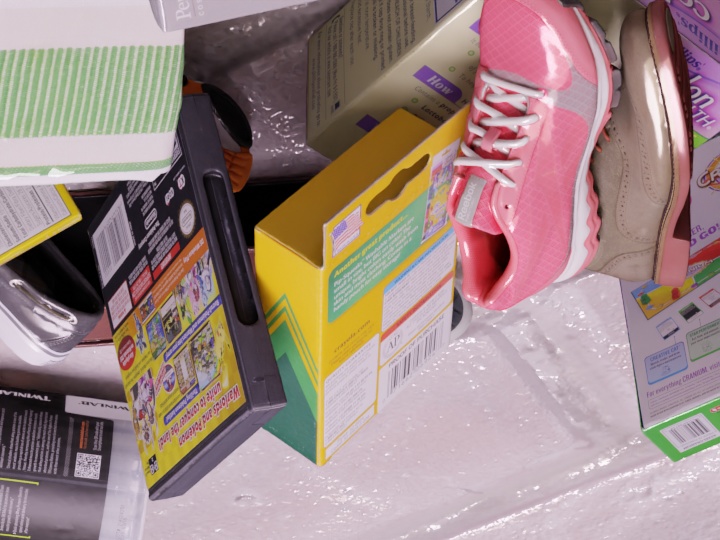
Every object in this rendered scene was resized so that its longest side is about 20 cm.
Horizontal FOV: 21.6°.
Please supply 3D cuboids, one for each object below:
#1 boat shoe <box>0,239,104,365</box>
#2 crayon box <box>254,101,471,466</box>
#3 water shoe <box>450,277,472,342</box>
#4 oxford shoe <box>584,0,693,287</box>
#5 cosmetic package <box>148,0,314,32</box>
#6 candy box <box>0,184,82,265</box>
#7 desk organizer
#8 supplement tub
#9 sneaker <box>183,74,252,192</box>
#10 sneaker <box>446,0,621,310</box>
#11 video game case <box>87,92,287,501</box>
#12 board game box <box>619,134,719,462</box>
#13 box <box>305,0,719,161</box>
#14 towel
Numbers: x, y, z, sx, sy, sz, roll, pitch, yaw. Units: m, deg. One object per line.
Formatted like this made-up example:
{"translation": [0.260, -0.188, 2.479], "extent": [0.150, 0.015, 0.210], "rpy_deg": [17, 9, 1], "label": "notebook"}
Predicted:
{"translation": [-0.233, -0.032, 1.159], "extent": [0.066, 0.070, 0.200], "rpy_deg": [-34, 97, 28], "label": "boat shoe"}
{"translation": [0.000, 0.000, 1.053], "extent": [0.052, 0.126, 0.200], "rpy_deg": [32, 143, 24], "label": "crayon box"}
{"translation": [-0.019, 0.042, 1.295], "extent": [0.199, 0.072, 0.079], "rpy_deg": [-12, 163, 9], "label": "water shoe"}
{"translation": [0.144, -0.062, 1.032], "extent": [0.075, 0.071, 0.200], "rpy_deg": [0, 135, 9], "label": "oxford shoe"}
{"translation": [-0.018, -0.197, 0.925], "extent": [0.199, 0.090, 0.107], "rpy_deg": [-17, 125, -9], "label": "cosmetic package"}
{"translation": [-0.247, -0.090, 1.039], "extent": [0.102, 0.026, 0.200], "rpy_deg": [-30, 91, -7], "label": "candy box"}
{"translation": [-0.111, -0.006, 1.225], "extent": [0.199, 0.072, 0.077], "rpy_deg": [-4, 134, 3], "label": "desk organizer"}
{"translation": [-0.252, 0.144, 1.344], "extent": [0.199, 0.123, 0.123], "rpy_deg": [9, 136, -10], "label": "supplement tub"}
{"translation": [-0.151, -0.108, 1.117], "extent": [0.092, 0.076, 0.200], "rpy_deg": [-14, 131, 28], "label": "sneaker"}
{"translation": [0.084, -0.061, 0.989], "extent": [0.074, 0.087, 0.201], "rpy_deg": [24, 136, 34], "label": "sneaker"}
{"translation": [-0.105, 0.021, 1.088], "extent": [0.025, 0.181, 0.200], "rpy_deg": [-7, 163, -25], "label": "video game case"}
{"translation": [0.233, 0.000, 1.142], "extent": [0.153, 0.200, 0.040], "rpy_deg": [-26, 132, 25], "label": "board game box"}
{"translation": [0.097, -0.118, 1.091], "extent": [0.176, 0.097, 0.200], "rpy_deg": [30, 129, -29], "label": "box"}
{"translation": [-0.165, -0.140, 0.972], "extent": [0.152, 0.023, 0.201], "rpy_deg": [-3, 111, -16], "label": "towel"}
